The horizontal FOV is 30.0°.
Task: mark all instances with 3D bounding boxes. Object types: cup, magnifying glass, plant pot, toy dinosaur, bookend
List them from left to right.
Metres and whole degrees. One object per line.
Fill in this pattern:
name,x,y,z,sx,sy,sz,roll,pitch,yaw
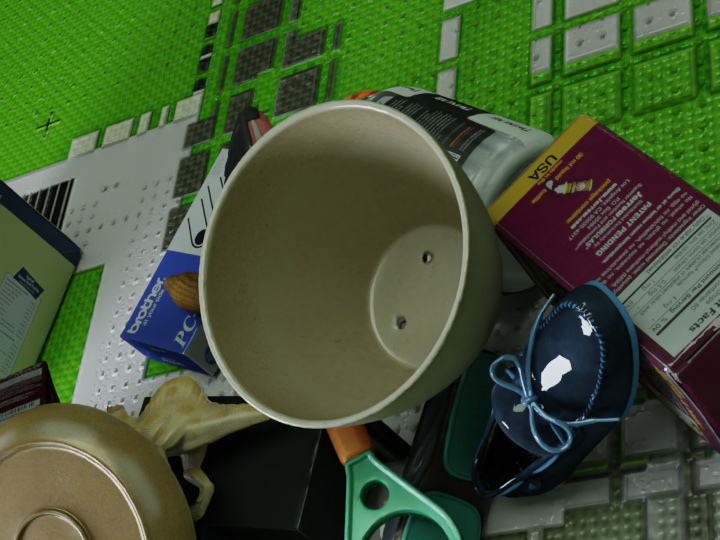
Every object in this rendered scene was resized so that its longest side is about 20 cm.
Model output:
plant pot,-0.203,0.192,0.914,0.197,0.027,0.203,1,92,22
toy dinosaur,-0.127,0.119,0.948,0.198,0.058,0.102,-9,55,30
bookend,-0.086,0.199,0.971,0.198,0.092,0.201,-5,58,33
magnifying glass,0.007,0.141,0.881,0.079,0.022,0.201,-29,57,3
cup,0.015,0.008,0.876,0.198,0.143,0.203,-8,75,31

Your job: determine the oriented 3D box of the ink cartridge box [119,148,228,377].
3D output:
ink cartridge box,-0.126,-0.011,1.190,0.093,0.044,0.202,10,66,43

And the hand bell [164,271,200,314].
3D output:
hand bell,-0.105,0.031,1.069,0.199,0.104,0.105,16,69,54

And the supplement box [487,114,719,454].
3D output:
supplement box,0.192,0.008,0.869,0.103,0.131,0.200,-44,44,-1

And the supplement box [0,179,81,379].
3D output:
supplement box,-0.402,0.016,1.269,0.133,0.200,0.202,-4,56,34

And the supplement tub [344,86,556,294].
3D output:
supplement tub,0.061,-0.069,1.032,0.199,0.123,0.123,28,78,45

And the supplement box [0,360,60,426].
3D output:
supplement box,-0.255,0.147,1.060,0.060,0.110,0.200,-21,9,-9

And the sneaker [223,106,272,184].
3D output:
sneaker,-0.054,-0.051,1.128,0.074,0.086,0.202,-59,45,47

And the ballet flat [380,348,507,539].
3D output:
ballet flat,0.053,0.150,0.926,0.072,0.073,0.202,3,68,39

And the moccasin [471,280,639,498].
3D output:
moccasin,0.116,0.090,0.829,0.068,0.201,0.081,-21,54,-24
